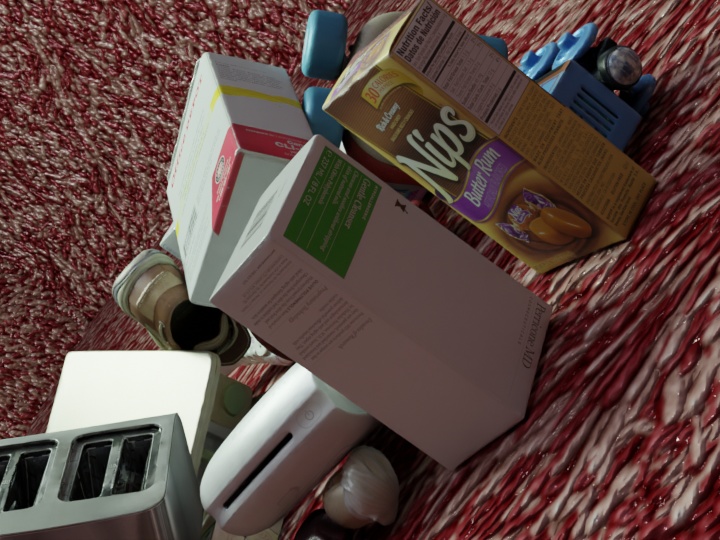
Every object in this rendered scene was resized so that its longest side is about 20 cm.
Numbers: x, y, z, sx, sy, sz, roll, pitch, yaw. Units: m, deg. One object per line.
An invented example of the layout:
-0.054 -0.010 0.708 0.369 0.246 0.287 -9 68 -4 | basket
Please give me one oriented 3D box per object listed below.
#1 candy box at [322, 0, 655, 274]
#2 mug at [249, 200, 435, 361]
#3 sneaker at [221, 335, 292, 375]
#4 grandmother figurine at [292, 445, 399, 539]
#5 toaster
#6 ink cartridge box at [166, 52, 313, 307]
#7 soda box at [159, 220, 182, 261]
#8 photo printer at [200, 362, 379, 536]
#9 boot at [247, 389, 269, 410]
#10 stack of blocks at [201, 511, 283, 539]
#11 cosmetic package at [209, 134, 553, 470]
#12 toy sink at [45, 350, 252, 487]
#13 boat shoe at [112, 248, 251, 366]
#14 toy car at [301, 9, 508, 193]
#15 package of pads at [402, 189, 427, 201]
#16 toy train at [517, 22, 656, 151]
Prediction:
0.083 -0.085 0.993 0.057 0.199 0.117 -58 12 -23 | candy box
-0.011 -0.003 1.296 0.179 0.133 0.200 -66 17 -8 | mug
-0.115 0.070 1.581 0.200 0.074 0.100 -42 50 33 | sneaker
-0.041 0.207 1.016 0.201 0.060 0.121 -55 20 10 | grandmother figurine
-0.215 0.200 1.103 0.179 0.120 0.200 -9 22 1 | toaster
-0.102 -0.078 1.270 0.201 0.083 0.146 -113 37 -56 | ink cartridge box
-0.089 0.000 1.422 0.068 0.199 0.064 -58 11 -22 | soda box
-0.025 0.101 1.075 0.167 0.069 0.200 -49 -7 34 | photo printer
-0.108 0.170 1.392 0.199 0.076 0.073 -35 -21 16 | boot
-0.129 0.270 1.171 0.115 0.058 0.201 -48 13 25 | stack of blocks
0.016 0.022 0.955 0.085 0.199 0.108 -44 17 43 | cosmetic package
-0.175 0.149 1.322 0.199 0.112 0.132 -4 67 40 | toy sink
-0.145 0.050 1.307 0.076 0.072 0.200 -53 -28 -1 | boat shoe
0.027 -0.116 1.380 0.201 0.182 0.178 107 167 -53 | toy car
0.020 -0.086 1.540 0.201 0.075 0.120 -55 13 -5 | package of pads
0.138 -0.107 1.109 0.115 0.086 0.200 -56 12 -20 | toy train
